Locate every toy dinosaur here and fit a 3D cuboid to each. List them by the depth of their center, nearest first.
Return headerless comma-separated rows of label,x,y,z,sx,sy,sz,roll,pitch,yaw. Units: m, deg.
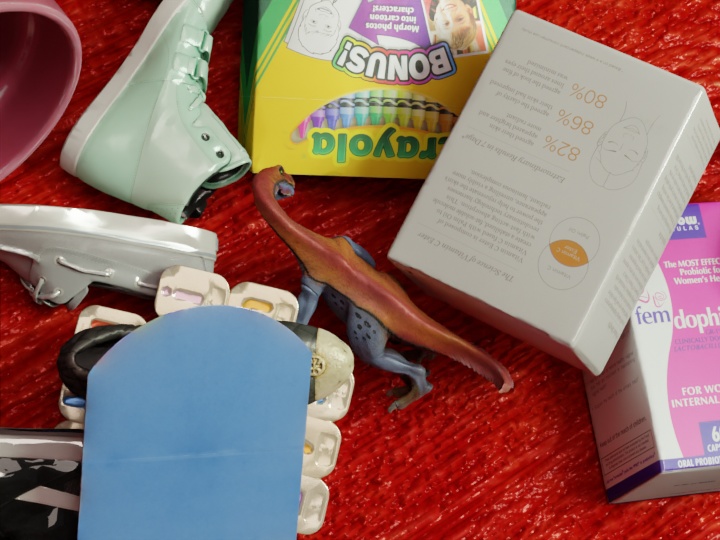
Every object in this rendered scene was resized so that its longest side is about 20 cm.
toy dinosaur,0.000,0.000,1.328,0.182,0.199,0.105,57,44,-27

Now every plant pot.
plant pot,-0.316,-0.160,1.262,0.200,0.200,0.179,-31,68,-24

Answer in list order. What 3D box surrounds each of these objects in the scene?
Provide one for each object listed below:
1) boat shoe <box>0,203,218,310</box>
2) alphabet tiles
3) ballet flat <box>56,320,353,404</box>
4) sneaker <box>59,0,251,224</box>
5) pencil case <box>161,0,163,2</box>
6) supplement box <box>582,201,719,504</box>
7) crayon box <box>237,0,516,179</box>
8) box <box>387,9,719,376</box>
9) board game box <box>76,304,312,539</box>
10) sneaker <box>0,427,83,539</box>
boat shoe,-0.198,-0.007,1.307,0.199,0.072,0.069,7,86,-24
alphabet tiles,-0.109,0.103,1.292,0.195,0.015,0.201,13,85,-9
ballet flat,-0.102,0.067,1.258,0.199,0.057,0.067,-1,90,-10
sneaker,-0.114,-0.125,1.364,0.118,0.074,0.201,31,75,4
pencil case,-0.115,-0.297,1.407,0.086,0.083,0.200,31,70,6
supplement box,0.227,0.060,1.400,0.101,0.103,0.201,-5,71,-18
crayon box,0.013,-0.155,1.397,0.199,0.058,0.173,1,94,-17
box,0.138,-0.053,1.327,0.152,0.106,0.201,26,85,22
board game box,-0.114,0.116,1.234,0.157,0.039,0.201,-2,103,-29
sneaker,-0.251,0.158,1.229,0.199,0.073,0.112,3,90,-2
